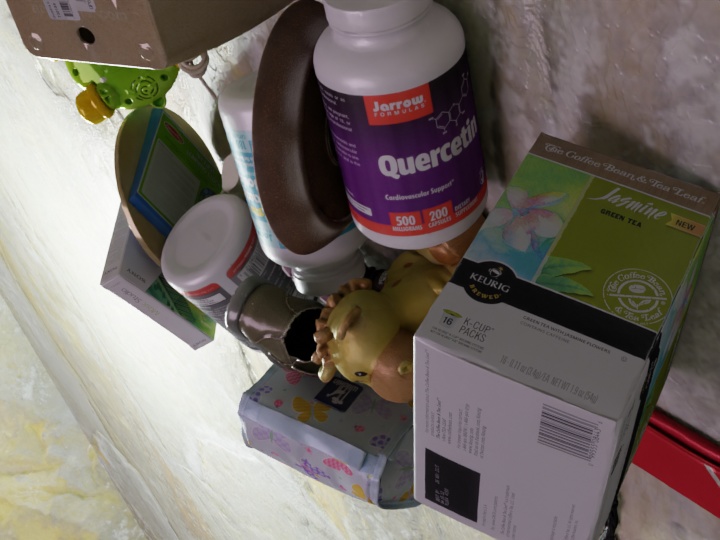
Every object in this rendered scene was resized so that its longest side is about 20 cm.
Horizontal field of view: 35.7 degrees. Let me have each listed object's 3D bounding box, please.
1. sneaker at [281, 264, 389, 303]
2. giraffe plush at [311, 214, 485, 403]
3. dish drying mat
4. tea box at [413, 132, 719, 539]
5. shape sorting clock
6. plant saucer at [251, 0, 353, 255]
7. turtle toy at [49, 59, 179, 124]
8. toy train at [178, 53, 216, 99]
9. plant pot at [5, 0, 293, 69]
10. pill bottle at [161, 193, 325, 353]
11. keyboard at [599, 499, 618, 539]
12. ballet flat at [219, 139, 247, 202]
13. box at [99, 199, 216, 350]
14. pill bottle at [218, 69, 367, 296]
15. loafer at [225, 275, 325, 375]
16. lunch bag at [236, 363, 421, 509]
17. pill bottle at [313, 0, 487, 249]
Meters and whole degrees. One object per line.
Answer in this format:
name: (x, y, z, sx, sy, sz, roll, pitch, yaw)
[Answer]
sneaker: (0.000, 0.000, 1.111, 0.200, 0.076, 0.115, 46, 149, -5)
giraffe plush: (0.042, 0.041, 0.961, 0.199, 0.162, 0.173, 31, 147, 39)
dish drying mat: (0.247, 0.148, 0.909, 0.199, 0.018, 0.077, 31, 148, 40)
tea box: (0.134, 0.056, 0.750, 0.133, 0.197, 0.201, 21, 145, 19)
shape sorting clock: (-0.205, -0.085, 1.233, 0.039, 0.200, 0.201, -13, 115, 28)
plant saucer: (-0.028, -0.112, 0.886, 0.032, 0.201, 0.201, 4, 132, 23)
turtle toy: (-0.259, -0.257, 1.168, 0.201, 0.145, 0.101, 58, -171, -9)
toy train: (-0.159, -0.268, 1.036, 0.115, 0.085, 0.201, -22, 103, 51)
plant pot: (-0.179, -0.265, 0.867, 0.198, 0.178, 0.201, 9, 136, 21)
pill bottle: (-0.110, 0.018, 1.201, 0.116, 0.116, 0.200, 24, 164, 47)
keyboard: (0.201, 0.215, 1.075, 0.127, 0.021, 0.201, 36, 150, 35)
ballet flat: (-0.123, -0.095, 1.197, 0.069, 0.069, 0.200, 45, 154, 18)
box: (-0.211, -0.030, 1.257, 0.036, 0.201, 0.144, -24, 134, 31)
pill bottle: (-0.051, -0.080, 1.013, 0.110, 0.110, 0.201, 20, 132, 50)
loafer: (-0.052, 0.065, 1.041, 0.069, 0.076, 0.200, 27, 179, 29)
lunch bag: (-0.014, 0.163, 1.147, 0.168, 0.128, 0.200, 19, 180, 23)
pill bottle: (0.030, -0.122, 0.836, 0.112, 0.112, 0.201, 30, 146, 41)
